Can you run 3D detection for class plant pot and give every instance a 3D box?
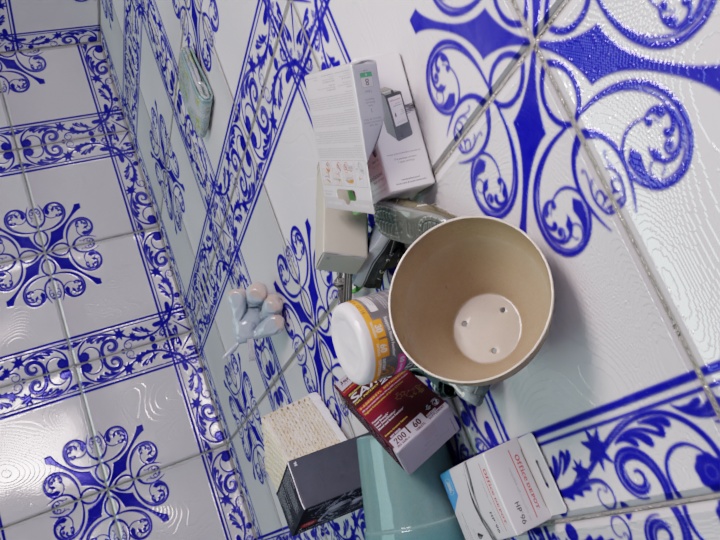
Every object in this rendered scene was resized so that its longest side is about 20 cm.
[{"bbox_3d":[0.082,0.361,1.188,0.200,0.195,0.201,141,120,-64],"label":"plant pot"},{"bbox_3d":[0.147,0.054,0.892,0.203,0.198,0.134,60,-172,29],"label":"plant pot"}]

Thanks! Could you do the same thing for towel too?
[{"bbox_3d":[-0.474,-0.513,2.062,0.204,0.047,0.172,67,158,18],"label":"towel"}]

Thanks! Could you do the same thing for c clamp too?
[{"bbox_3d":[-0.032,-0.016,1.381,0.172,0.026,0.204,-115,23,-56],"label":"c clamp"}]

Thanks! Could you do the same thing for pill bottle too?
[{"bbox_3d":[0.065,0.080,1.031,0.116,0.196,0.119,43,142,49],"label":"pill bottle"}]

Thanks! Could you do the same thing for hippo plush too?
[{"bbox_3d":[-0.267,0.123,1.903,0.161,0.155,0.206,-56,-30,-83],"label":"hippo plush"}]

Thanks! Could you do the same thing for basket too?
[{"bbox_3d":[-0.132,0.443,1.720,0.200,0.157,0.202,46,144,50],"label":"basket"}]

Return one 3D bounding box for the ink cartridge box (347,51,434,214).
[{"bbox_3d":[0.023,-0.206,1.100,0.145,0.082,0.205,-22,83,65],"label":"ink cartridge box"}]

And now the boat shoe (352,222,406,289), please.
[{"bbox_3d":[0.042,-0.029,1.188,0.201,0.065,0.071,117,167,-49],"label":"boat shoe"}]

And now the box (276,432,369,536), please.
[{"bbox_3d":[-0.063,0.453,1.521,0.105,0.196,0.184,62,153,28],"label":"box"}]

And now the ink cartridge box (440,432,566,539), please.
[{"bbox_3d":[0.199,0.318,1.033,0.118,0.066,0.201,66,154,18],"label":"ink cartridge box"}]

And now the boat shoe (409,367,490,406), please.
[{"bbox_3d":[0.125,0.164,1.084,0.199,0.072,0.063,-4,68,61],"label":"boat shoe"}]

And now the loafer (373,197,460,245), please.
[{"bbox_3d":[0.106,-0.065,1.021,0.198,0.069,0.077,28,134,37],"label":"loafer"}]

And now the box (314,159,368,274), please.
[{"bbox_3d":[-0.032,-0.102,1.205,0.069,0.080,0.205,126,149,-61],"label":"box"}]

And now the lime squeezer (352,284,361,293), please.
[{"bbox_3d":[0.000,0.000,1.324,0.071,0.037,0.203,54,151,33],"label":"lime squeezer"}]

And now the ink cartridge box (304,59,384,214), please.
[{"bbox_3d":[-0.016,-0.191,1.043,0.160,0.049,0.205,16,120,61],"label":"ink cartridge box"}]

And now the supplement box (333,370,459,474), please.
[{"bbox_3d":[0.053,0.214,1.134,0.199,0.108,0.062,35,159,52],"label":"supplement box"}]
